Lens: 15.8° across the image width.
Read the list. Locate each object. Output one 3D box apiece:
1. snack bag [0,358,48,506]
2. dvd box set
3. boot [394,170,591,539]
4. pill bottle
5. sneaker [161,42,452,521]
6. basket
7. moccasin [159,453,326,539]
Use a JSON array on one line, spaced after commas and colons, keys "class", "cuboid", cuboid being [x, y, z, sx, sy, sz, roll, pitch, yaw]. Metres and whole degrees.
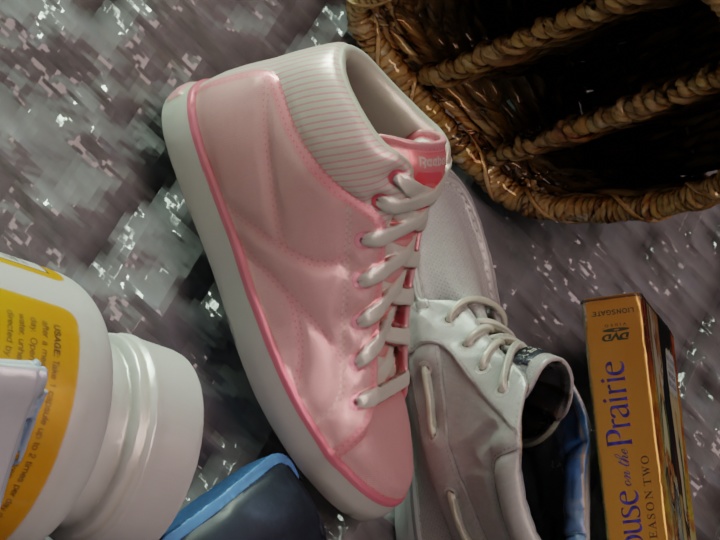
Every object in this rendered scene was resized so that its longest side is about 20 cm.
[{"class": "snack bag", "cuboid": [-0.215, 0.107, 0.865, 0.199, 0.021, 0.189, 8, 109, -30]}, {"class": "dvd box set", "cuboid": [0.130, 0.119, 1.149, 0.146, 0.029, 0.201, 38, 46, -74]}, {"class": "boot", "cuboid": [0.058, 0.041, 1.124, 0.073, 0.095, 0.201, -1, 79, -38]}, {"class": "pill bottle", "cuboid": [-0.161, 0.042, 0.942, 0.200, 0.113, 0.113, 20, 67, -33]}, {"class": "sneaker", "cuboid": [0.000, 0.000, 1.075, 0.201, 0.104, 0.075, 68, 22, -1]}, {"class": "basket", "cuboid": [0.113, -0.090, 1.135, 0.149, 0.200, 0.143, -15, 89, -42]}, {"class": "moccasin", "cuboid": [-0.075, 0.143, 1.002, 0.200, 0.080, 0.068, -36, 93, -37]}]
